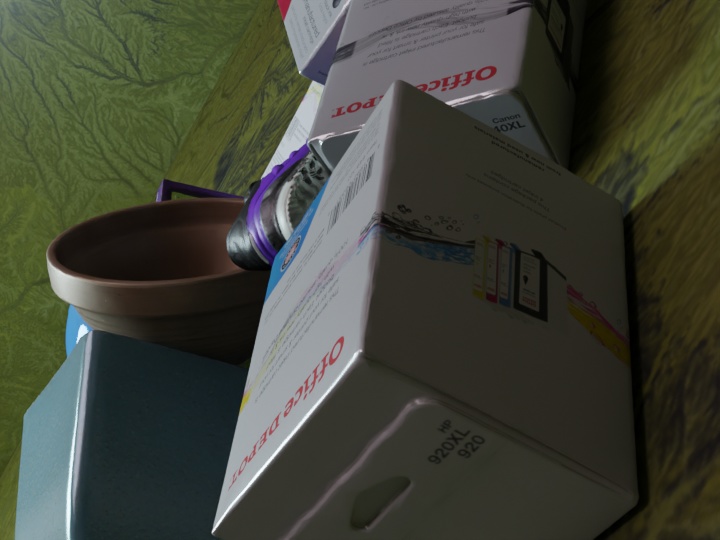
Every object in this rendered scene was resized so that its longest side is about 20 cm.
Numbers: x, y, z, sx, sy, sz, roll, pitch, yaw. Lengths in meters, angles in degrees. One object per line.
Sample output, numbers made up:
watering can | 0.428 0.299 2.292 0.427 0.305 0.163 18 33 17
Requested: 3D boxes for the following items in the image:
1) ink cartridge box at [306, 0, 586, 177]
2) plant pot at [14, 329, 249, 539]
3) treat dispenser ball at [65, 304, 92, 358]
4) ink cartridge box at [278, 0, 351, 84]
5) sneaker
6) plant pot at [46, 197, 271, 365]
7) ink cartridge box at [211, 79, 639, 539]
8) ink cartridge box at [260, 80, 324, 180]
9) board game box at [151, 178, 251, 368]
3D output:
ink cartridge box | 0.063 -0.136 0.853 0.144 0.084 0.201 -12 44 27
plant pot | -0.144 0.189 0.943 0.196 0.195 0.202 -43 37 53
treat dispenser ball | -0.163 0.060 1.173 0.202 0.200 0.202 -56 17 26
ink cartridge box | 0.024 -0.256 1.028 0.200 0.083 0.146 -51 37 30
sneaker | -0.031 -0.063 0.911 0.099 0.070 0.200 -24 16 39
plant pot | -0.129 0.017 0.976 0.201 0.198 0.094 -109 16 -70
ink cartridge box | 0.035 0.044 0.641 0.147 0.144 0.201 -52 19 38
ink cartridge box | -0.004 -0.141 1.201 0.201 0.084 0.145 -62 16 8
board game box | -0.116 0.029 1.072 0.032 0.119 0.202 128 148 -58
